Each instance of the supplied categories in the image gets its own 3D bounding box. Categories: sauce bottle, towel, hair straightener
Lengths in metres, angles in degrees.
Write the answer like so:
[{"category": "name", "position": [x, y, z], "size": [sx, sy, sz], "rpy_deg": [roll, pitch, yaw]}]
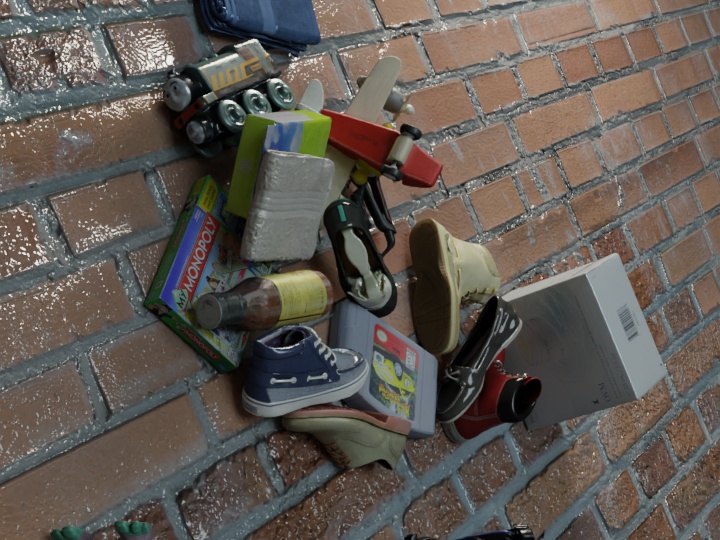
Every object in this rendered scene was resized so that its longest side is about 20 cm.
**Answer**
[{"category": "sauce bottle", "position": [-0.111, 0.036, 1.582], "size": [0.199, 0.066, 0.067], "rpy_deg": [-5, 76, -56]}, {"category": "towel", "position": [-0.084, -0.075, 1.636], "size": [0.200, 0.034, 0.134], "rpy_deg": [-8, 114, -71]}, {"category": "towel", "position": [-0.140, -0.356, 1.813], "size": [0.199, 0.048, 0.113], "rpy_deg": [4, 70, -51]}, {"category": "hair straightener", "position": [-0.004, -0.106, 1.882], "size": [0.076, 0.041, 0.202], "rpy_deg": [-16, 91, -33]}]

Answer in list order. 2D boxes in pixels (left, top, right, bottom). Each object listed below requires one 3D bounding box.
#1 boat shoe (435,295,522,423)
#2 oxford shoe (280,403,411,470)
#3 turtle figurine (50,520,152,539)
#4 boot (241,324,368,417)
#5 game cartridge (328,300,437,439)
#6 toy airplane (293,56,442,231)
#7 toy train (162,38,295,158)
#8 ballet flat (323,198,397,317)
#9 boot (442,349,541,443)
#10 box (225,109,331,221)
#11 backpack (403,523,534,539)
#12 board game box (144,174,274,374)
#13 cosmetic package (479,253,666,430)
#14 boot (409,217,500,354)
[{"category": "boat shoe", "position": [0.153, 0.121, 1.898], "size": [0.057, 0.067, 0.201], "rpy_deg": [50, 63, -28]}, {"category": "oxford shoe", "position": [-0.018, 0.206, 1.665], "size": [0.199, 0.070, 0.075], "rpy_deg": [15, 83, -37]}, {"category": "turtle figurine", "position": [-0.244, 0.342, 1.275], "size": [0.148, 0.101, 0.202], "rpy_deg": [0, 64, -9]}, {"category": "boot", "position": [-0.055, 0.107, 1.619], "size": [0.199, 0.072, 0.091], "rpy_deg": [-18, 128, -48]}, {"category": "game cartridge", "position": [0.033, 0.141, 1.793], "size": [0.199, 0.041, 0.134], "rpy_deg": [34, 51, -38]}, {"category": "toy airplane", "position": [-0.007, -0.166, 1.807], "size": [0.141, 0.198, 0.201], "rpy_deg": [54, 14, -71]}, {"category": "toy train", "position": [-0.165, -0.217, 1.687], "size": [0.114, 0.085, 0.200], "rpy_deg": [54, 38, 1]}, {"category": "ballet flat", "position": [0.000, 0.000, 1.762], "size": [0.069, 0.067, 0.201], "rpy_deg": [-109, 174, -55]}, {"category": "boot", "position": [0.206, 0.152, 1.921], "size": [0.073, 0.144, 0.201], "rpy_deg": [50, 38, -21]}, {"category": "box", "position": [-0.101, -0.130, 1.663], "size": [0.200, 0.047, 0.123], "rpy_deg": [-20, 125, -68]}, {"category": "backpack", "position": [0.159, 0.419, 1.692], "size": [0.190, 0.199, 0.155], "rpy_deg": [43, 47, -40]}, {"category": "board game box", "position": [-0.171, 0.003, 1.601], "size": [0.135, 0.029, 0.201], "rpy_deg": [46, 41, -30]}, {"category": "cosmetic package", "position": [0.318, 0.109, 2.041], "size": [0.123, 0.199, 0.201], "rpy_deg": [-25, 92, -52]}, {"category": "boot", "position": [0.142, 0.037, 1.962], "size": [0.155, 0.072, 0.202], "rpy_deg": [22, 53, -47]}]
